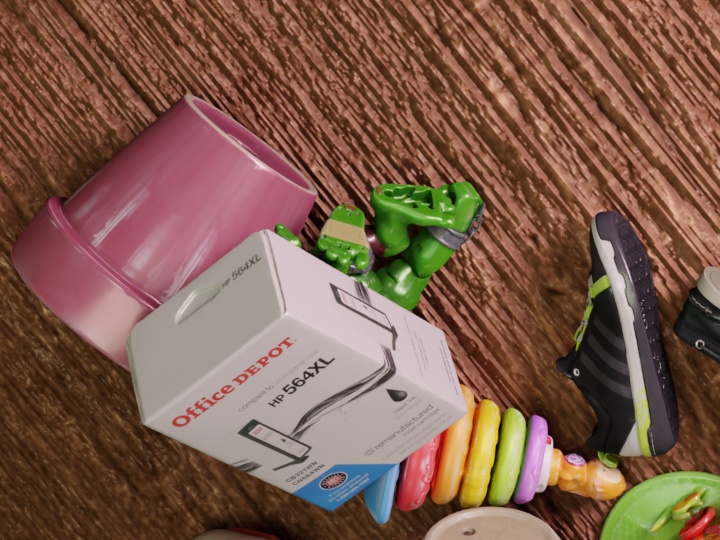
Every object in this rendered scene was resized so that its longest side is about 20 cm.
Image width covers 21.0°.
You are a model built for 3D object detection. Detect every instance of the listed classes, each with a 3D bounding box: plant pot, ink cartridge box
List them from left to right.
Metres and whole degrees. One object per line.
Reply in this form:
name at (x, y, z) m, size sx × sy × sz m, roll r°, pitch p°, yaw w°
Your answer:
plant pot at (-0.135, -0.026, 1.481) m, size 0.200 × 0.200 × 0.179 m, roll 38°, pitch 98°, yaw 3°
ink cartridge box at (-0.045, 0.075, 1.385) m, size 0.146 × 0.085 × 0.200 m, roll -38°, pitch 136°, yaw 24°

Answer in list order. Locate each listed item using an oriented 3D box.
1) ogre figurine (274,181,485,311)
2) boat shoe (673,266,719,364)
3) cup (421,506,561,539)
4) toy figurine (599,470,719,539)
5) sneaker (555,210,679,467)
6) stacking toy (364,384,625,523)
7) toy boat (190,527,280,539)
ogre figurine at (0.000, 0.000, 1.461) m, size 0.098 × 0.200 × 0.120 m, roll 33°, pitch 132°, yaw 17°
boat shoe at (0.315, 0.083, 1.433) m, size 0.199 × 0.075 × 0.066 m, roll 37°, pitch 115°, yaw 4°
cup at (0.098, 0.265, 1.462) m, size 0.199 × 0.200 × 0.144 m, roll 5°, pitch 118°, yaw 15°
toy figurine at (0.256, 0.237, 1.437) m, size 0.200 × 0.184 × 0.150 m, roll -39°, pitch 93°, yaw 22°
sneaker at (0.183, 0.057, 1.465) m, size 0.082 × 0.072 × 0.201 m, roll -9°, pitch 103°, yaw 20°
stacking toy at (0.109, 0.145, 1.508) m, size 0.199 × 0.116 × 0.110 m, roll 11°, pitch 109°, yaw 1°
toy boat at (-0.097, 0.320, 1.604) m, size 0.130 × 0.131 × 0.201 m, roll 7°, pitch 73°, yaw 42°
